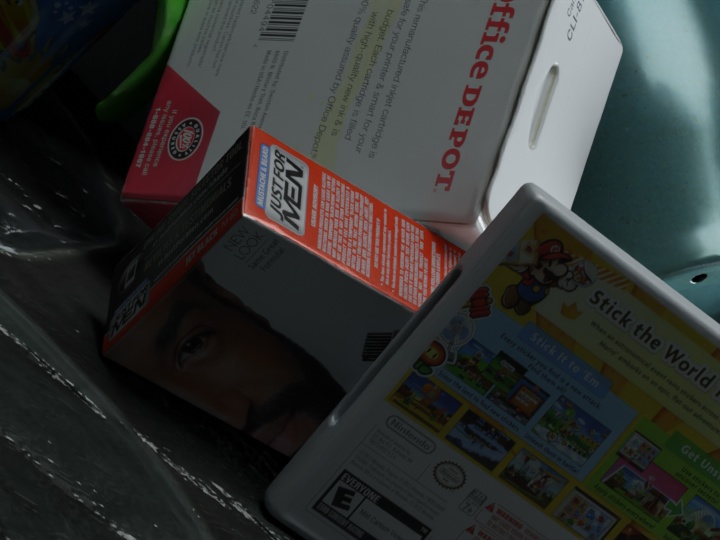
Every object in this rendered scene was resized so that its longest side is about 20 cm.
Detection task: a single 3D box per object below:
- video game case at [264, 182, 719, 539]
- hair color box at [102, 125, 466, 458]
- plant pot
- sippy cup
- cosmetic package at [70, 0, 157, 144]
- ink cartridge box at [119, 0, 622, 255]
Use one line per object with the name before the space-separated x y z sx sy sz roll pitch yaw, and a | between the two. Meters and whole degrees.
video game case | 0.089 0.086 1.261 0.200 0.182 0.023 36 12 -22
hair color box | -0.002 0.033 1.284 0.200 0.111 0.064 30 38 -22
plant pot | 0.125 -0.043 1.463 0.200 0.200 0.189 25 40 -53
sippy cup | -0.174 -0.151 1.434 0.139 0.130 0.178 31 15 -34
cosmetic package | -0.100 -0.149 1.559 0.052 0.200 0.151 -22 54 -26
ink cartridge box | 0.006 -0.072 1.364 0.199 0.146 0.083 6 -25 31
